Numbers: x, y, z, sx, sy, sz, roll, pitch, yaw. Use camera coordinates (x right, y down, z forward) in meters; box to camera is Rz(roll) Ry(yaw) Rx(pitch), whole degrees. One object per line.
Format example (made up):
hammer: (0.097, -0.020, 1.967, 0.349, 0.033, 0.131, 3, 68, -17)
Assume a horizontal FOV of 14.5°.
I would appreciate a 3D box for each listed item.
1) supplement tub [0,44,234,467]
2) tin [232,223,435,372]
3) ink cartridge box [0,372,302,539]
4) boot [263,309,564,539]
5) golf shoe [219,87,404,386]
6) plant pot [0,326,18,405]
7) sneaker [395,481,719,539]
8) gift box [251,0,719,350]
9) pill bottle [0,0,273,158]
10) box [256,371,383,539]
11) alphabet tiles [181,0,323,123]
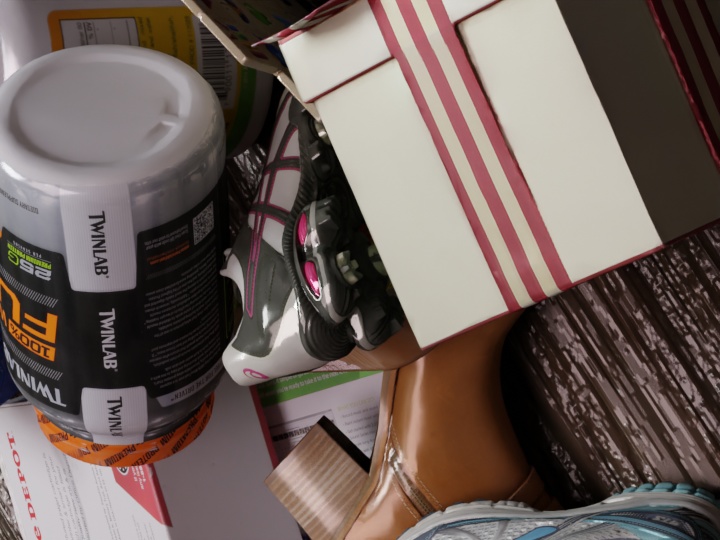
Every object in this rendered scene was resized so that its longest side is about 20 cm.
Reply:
supplement tub: (-0.126, -0.003, 1.437, 0.122, 0.122, 0.201, 32, 140, 32)
tin: (0.000, 0.000, 1.457, 0.042, 0.112, 0.200, 41, 158, -24)
ink cartridge box: (-0.123, 0.131, 1.622, 0.200, 0.083, 0.148, -9, 99, 60)
boot: (0.066, 0.095, 1.465, 0.155, 0.074, 0.200, 42, 107, 0)
golf shoe: (-0.033, -0.028, 1.406, 0.088, 0.201, 0.077, -30, 123, 23)
plant pot: (-0.257, -0.031, 1.649, 0.199, 0.179, 0.201, 20, 113, 37)
sneaker: (0.085, 0.154, 1.394, 0.199, 0.086, 0.078, -17, 100, 15)
gift box: (0.075, -0.084, 1.308, 0.199, 0.184, 0.188, -23, 89, 38)
pill bottle: (-0.156, -0.109, 1.498, 0.111, 0.199, 0.112, 14, 106, 59)
box: (-0.002, 0.116, 1.564, 0.144, 0.036, 0.201, -18, 93, 46)
alphabet tiles: (-0.043, -0.122, 1.412, 0.166, 0.200, 0.006, 46, 105, 21)
